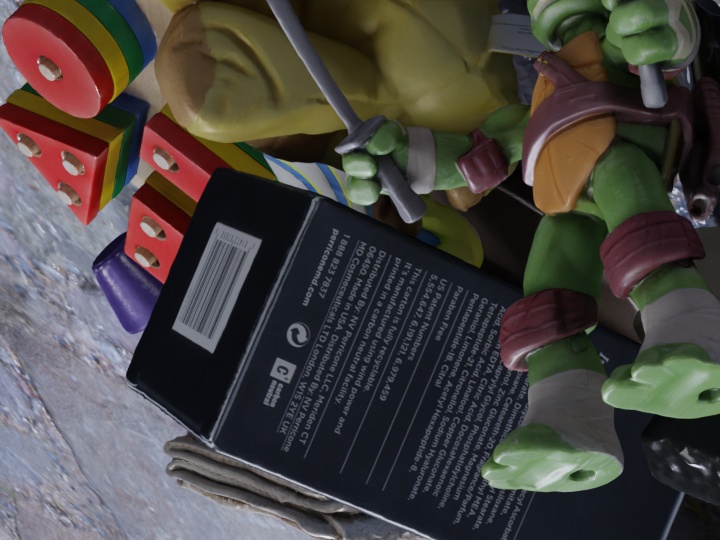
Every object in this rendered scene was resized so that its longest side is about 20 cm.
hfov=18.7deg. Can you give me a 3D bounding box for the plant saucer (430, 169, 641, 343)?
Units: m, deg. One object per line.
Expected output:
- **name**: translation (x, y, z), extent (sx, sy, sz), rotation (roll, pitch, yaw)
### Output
- **plant saucer**: translation (0.080, 0.012, 1.101), extent (0.199, 0.032, 0.201), rotation (31, 152, 19)

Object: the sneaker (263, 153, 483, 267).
- **sneaker**: translation (0.000, 0.000, 1.034), extent (0.200, 0.105, 0.076), rotation (45, 149, 5)

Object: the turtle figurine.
- **turtle figurine**: translation (0.051, -0.039, 0.728), extent (0.143, 0.195, 0.200), rotation (-16, 150, 15)

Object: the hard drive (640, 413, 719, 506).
- **hard drive**: translation (0.205, 0.013, 0.744), extent (0.139, 0.200, 0.033), rotation (19, 147, 38)

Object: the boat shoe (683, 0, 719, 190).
- **boat shoe**: translation (0.144, -0.108, 0.800), extent (0.075, 0.062, 0.201), rotation (29, 150, 28)

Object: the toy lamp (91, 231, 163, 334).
- **toy lamp**: translation (-0.091, 0.058, 1.373), extent (0.200, 0.058, 0.058), rotation (50, 152, -15)

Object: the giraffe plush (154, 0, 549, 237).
- **giraffe plush**: translation (-0.001, -0.097, 0.929), extent (0.199, 0.174, 0.162), rotation (24, 165, -4)

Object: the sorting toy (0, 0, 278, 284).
- **sorting toy**: translation (-0.118, -0.076, 1.191), extent (0.198, 0.070, 0.200), rotation (38, 154, 8)

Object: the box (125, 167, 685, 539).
- **box**: translation (0.023, 0.048, 0.917), extent (0.199, 0.108, 0.148), rotation (24, 179, -20)

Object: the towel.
- **towel**: translation (0.009, 0.107, 1.091), extent (0.132, 0.035, 0.199), rotation (15, -173, 43)

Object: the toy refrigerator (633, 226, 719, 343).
- **toy refrigerator**: translation (0.207, 0.073, 0.984), extent (0.076, 0.070, 0.201), rotation (-2, 132, 45)
